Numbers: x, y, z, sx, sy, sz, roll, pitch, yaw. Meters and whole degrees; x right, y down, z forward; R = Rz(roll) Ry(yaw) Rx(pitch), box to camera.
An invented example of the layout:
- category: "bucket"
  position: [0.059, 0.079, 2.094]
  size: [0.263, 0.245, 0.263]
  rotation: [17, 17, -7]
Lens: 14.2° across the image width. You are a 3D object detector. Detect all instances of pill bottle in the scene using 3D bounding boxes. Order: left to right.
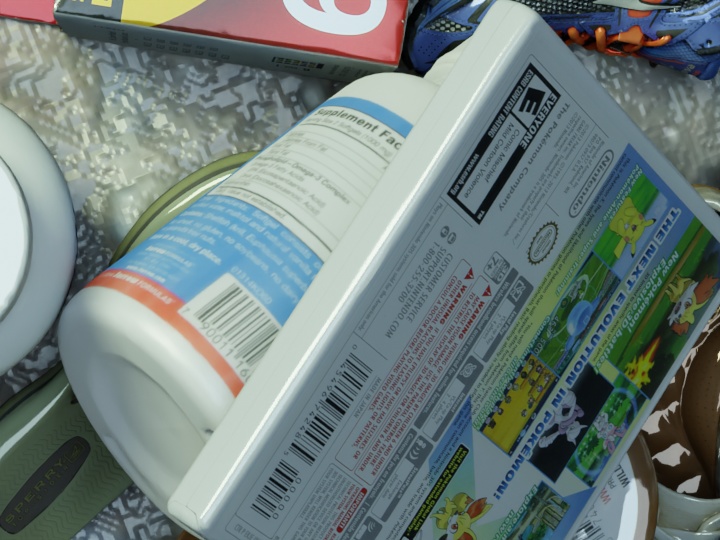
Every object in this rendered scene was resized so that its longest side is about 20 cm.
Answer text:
- category: "pill bottle"
  position: [-0.156, -0.011, 1.028]
  size: [0.111, 0.200, 0.111]
  rotation: [0, 90, -5]
- category: "pill bottle"
  position: [0.000, 0.000, 1.031]
  size: [0.200, 0.112, 0.112]
  rotation: [-38, 93, -26]

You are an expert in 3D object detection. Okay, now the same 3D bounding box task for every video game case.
- category: "video game case"
  position: [0.040, 0.034, 0.991]
  size: [0.022, 0.182, 0.200]
  rotation: [27, 81, 40]

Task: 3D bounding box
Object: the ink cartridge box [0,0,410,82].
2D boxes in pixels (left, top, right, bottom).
- category: "ink cartridge box"
  position: [-0.059, -0.183, 1.099]
  size: [0.175, 0.084, 0.200]
  rotation: [8, 88, -4]

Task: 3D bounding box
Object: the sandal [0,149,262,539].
- category: "sandal"
  position: [-0.076, 0.045, 1.092]
  size: [0.201, 0.057, 0.080]
  rotation: [-52, 131, -2]

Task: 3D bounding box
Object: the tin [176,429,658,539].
- category: "tin"
  position: [0.018, 0.106, 1.069]
  size: [0.200, 0.042, 0.112]
  rotation: [-31, 95, -13]

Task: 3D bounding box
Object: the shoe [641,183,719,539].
- category: "shoe"
  position: [0.118, 0.064, 1.127]
  size: [0.070, 0.053, 0.200]
  rotation: [8, 88, -5]

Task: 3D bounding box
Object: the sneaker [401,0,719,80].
- category: "sneaker"
  position: [0.111, -0.107, 1.121]
  size: [0.200, 0.075, 0.079]
  rotation: [-17, 94, -4]
